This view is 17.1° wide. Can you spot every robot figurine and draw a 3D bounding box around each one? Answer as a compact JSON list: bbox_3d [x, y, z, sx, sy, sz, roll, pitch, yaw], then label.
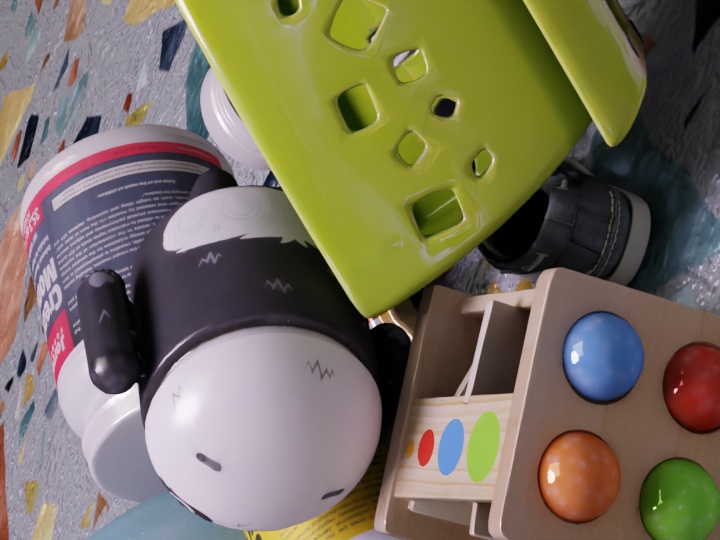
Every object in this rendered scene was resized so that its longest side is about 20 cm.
[{"bbox_3d":[-0.056,0.040,1.224,0.201,0.149,0.125,-102,-8,-47],"label":"robot figurine"}]

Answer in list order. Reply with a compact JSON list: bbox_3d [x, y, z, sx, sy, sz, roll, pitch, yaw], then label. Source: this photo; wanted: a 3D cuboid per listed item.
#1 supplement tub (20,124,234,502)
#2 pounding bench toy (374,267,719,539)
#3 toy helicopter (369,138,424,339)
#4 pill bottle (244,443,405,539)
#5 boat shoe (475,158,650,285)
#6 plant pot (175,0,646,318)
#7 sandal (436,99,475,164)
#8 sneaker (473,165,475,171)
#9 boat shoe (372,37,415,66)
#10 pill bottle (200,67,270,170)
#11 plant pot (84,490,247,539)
[{"bbox_3d":[-0.125,0.025,1.466,0.141,0.139,0.201,-54,42,41],"label":"supplement tub"},{"bbox_3d":[0.096,0.114,1.136,0.156,0.123,0.202,-8,67,66],"label":"pounding bench toy"},{"bbox_3d":[0.000,0.000,1.414,0.132,0.079,0.201,40,127,33],"label":"toy helicopter"},{"bbox_3d":[-0.002,0.142,1.284,0.113,0.112,0.201,-60,39,32],"label":"pill bottle"},{"bbox_3d":[0.093,-0.031,1.332,0.200,0.061,0.073,-160,84,-69],"label":"boat shoe"},{"bbox_3d":[0.039,-0.118,1.234,0.181,0.200,0.200,-30,7,11],"label":"plant pot"},{"bbox_3d":[0.041,-0.089,1.399,0.199,0.077,0.043,-22,2,22],"label":"sandal"},{"bbox_3d":[0.044,-0.063,1.469,0.200,0.079,0.075,-41,-1,21],"label":"sneaker"},{"bbox_3d":[0.018,-0.061,1.538,0.068,0.072,0.201,31,102,53],"label":"boat shoe"},{"bbox_3d":[-0.030,-0.149,1.648,0.200,0.116,0.117,-36,42,57],"label":"pill bottle"},{"bbox_3d":[-0.057,0.196,1.417,0.135,0.200,0.200,-43,10,-24],"label":"plant pot"}]
